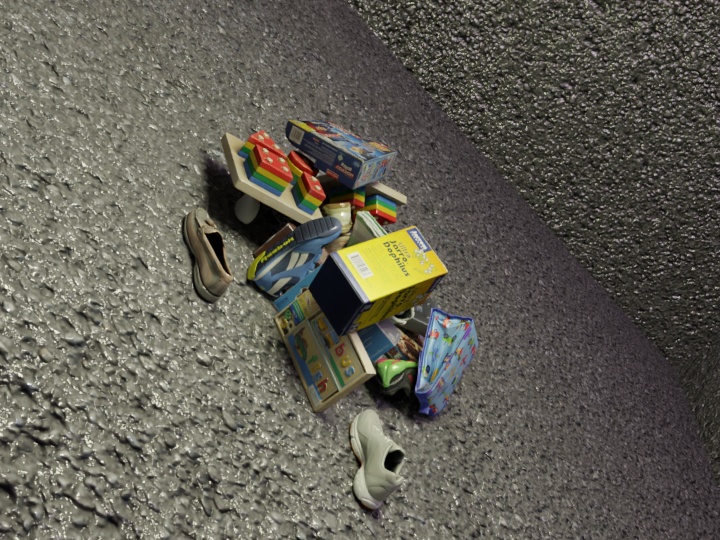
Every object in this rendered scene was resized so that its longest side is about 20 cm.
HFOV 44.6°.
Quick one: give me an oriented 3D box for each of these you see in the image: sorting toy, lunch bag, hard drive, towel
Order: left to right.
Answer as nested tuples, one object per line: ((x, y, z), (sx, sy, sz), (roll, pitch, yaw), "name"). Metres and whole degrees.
((-0.155, -0.190, 1.691), (0.200, 0.070, 0.199), (27, 22, -31), "sorting toy")
((-0.036, -0.141, 1.933), (0.200, 0.198, 0.070), (20, 66, -47), "sorting toy")
((0.000, 0.000, 1.739), (0.031, 0.201, 0.149), (5, 29, -32), "towel")
((0.077, 0.069, 1.933), (0.200, 0.042, 0.135), (27, 24, -8), "hard drive")
((0.166, 0.203, 1.801), (0.151, 0.094, 0.201), (66, 42, -62), "lunch bag")

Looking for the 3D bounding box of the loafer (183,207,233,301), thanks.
((-0.255, -0.038, 1.517), (0.072, 0.063, 0.200), (30, 32, -43), "loafer")

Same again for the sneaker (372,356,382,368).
((0.010, 0.099, 1.808), (0.111, 0.073, 0.201), (18, 59, -3), "sneaker")

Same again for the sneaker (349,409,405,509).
((0.039, 0.313, 1.522), (0.076, 0.092, 0.200), (38, 27, -30), "sneaker")

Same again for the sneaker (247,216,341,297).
((-0.110, -0.025, 1.611), (0.082, 0.200, 0.074), (51, 14, -25), "sneaker")

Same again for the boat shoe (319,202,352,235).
((-0.052, -0.097, 1.798), (0.200, 0.073, 0.063), (123, -41, -87), "boat shoe")

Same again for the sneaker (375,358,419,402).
((0.073, 0.222, 1.766), (0.200, 0.076, 0.084), (16, 79, -66), "sneaker")

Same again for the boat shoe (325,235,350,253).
((-0.079, -0.052, 1.868), (0.071, 0.065, 0.200), (20, 13, 16), "boat shoe")

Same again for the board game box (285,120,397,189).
((-0.024, -0.237, 1.785), (0.200, 0.062, 0.200), (33, 23, 27), "board game box")

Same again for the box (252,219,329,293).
((-0.101, 0.007, 1.693), (0.200, 0.100, 0.075), (51, 22, -6), "box")

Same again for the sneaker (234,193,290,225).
((-0.183, -0.131, 1.765), (0.114, 0.075, 0.200), (40, 23, -20), "sneaker")

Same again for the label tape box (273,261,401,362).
((-0.043, 0.091, 1.623), (0.200, 0.143, 0.066), (51, 24, -3), "label tape box")

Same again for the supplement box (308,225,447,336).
((0.031, 0.017, 1.518), (0.200, 0.109, 0.110), (-20, 66, -37), "supplement box")

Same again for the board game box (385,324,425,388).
((0.107, 0.157, 1.943), (0.136, 0.035, 0.200), (48, 24, -8), "board game box")

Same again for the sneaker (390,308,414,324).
((0.067, 0.076, 1.684), (0.071, 0.073, 0.200), (47, -1, 21), "sneaker")

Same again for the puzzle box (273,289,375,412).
((-0.066, 0.130, 1.540), (0.025, 0.133, 0.200), (14, 43, -55), "puzzle box")
